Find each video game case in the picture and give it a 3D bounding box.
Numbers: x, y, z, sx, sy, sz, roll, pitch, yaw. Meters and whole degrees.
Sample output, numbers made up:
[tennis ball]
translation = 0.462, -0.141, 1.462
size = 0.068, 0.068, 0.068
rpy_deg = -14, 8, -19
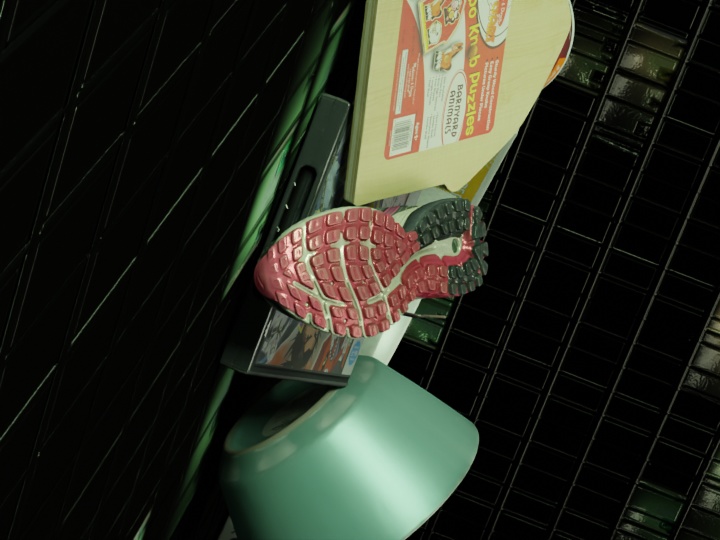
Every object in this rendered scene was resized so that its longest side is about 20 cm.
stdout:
[video game case]
translation = -0.017, -0.014, 1.480
size = 0.181, 0.025, 0.200
rpy_deg = -69, 162, 2

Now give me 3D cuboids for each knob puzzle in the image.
[knob puzzle]
translation = 0.063, -0.147, 1.440
size = 0.220, 0.030, 0.220
rpy_deg = -27, 129, -39

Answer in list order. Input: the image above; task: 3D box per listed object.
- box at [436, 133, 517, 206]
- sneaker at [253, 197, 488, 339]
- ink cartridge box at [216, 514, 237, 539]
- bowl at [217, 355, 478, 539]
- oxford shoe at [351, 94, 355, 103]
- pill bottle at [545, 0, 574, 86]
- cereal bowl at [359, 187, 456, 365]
[box]
translation = 0.068, -0.117, 1.817
size = 0.200, 0.101, 0.113
rpy_deg = 116, -3, -56
[sneaker]
translation = 0.000, 0.000, 1.401
size = 0.200, 0.075, 0.081
rpy_deg = -8, 93, -54
[ink cartridge box]
translation = -0.126, 0.285, 1.904
size = 0.200, 0.039, 0.100
rpy_deg = -66, 175, -48
[bowl]
translation = -0.025, 0.135, 1.627
size = 0.201, 0.105, 0.201
rpy_deg = -35, -166, 10
[oxford shoe]
translation = 0.031, -0.119, 1.631
size = 0.200, 0.071, 0.074
rpy_deg = -66, 172, -49
[pill bottle]
translation = 0.090, -0.173, 1.603
size = 0.113, 0.113, 0.200
rpy_deg = -70, 166, 13
[cereal bowl]
translation = -0.001, 0.016, 1.767
size = 0.200, 0.083, 0.200
rpy_deg = 25, 90, -84
